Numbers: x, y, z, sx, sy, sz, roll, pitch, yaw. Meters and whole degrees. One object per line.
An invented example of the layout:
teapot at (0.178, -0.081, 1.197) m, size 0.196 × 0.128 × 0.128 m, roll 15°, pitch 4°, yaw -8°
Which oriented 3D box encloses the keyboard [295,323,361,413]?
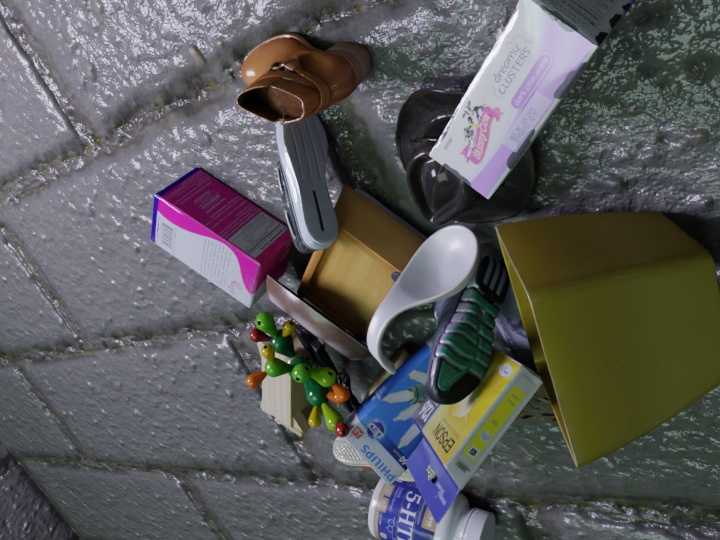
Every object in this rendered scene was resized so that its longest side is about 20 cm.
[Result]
keyboard at (-0.038, 0.164, 1.055) m, size 0.127 × 0.021 × 0.201 m, roll 40°, pitch 163°, yaw 39°

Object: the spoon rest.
spoon rest at (0.073, 0.030, 0.843) m, size 0.060 × 0.201 × 0.099 m, roll 31°, pitch -174°, yaw -37°

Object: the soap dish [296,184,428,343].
soap dish at (0.000, 0.000, 0.968) m, size 0.157 × 0.081 × 0.201 m, roll 36°, pitch 137°, yaw 6°

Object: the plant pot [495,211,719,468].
plant pot at (0.264, 0.045, 0.721) m, size 0.174 × 0.200 × 0.202 m, roll -18°, pitch 110°, yaw 8°

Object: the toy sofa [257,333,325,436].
toy sofa at (-0.113, 0.180, 1.189) m, size 0.097 × 0.083 × 0.202 m, roll 26°, pitch 134°, yaw 24°

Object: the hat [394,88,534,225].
hat at (0.103, -0.104, 0.788) m, size 0.199 × 0.081 × 0.202 m, roll 26°, pitch 149°, yaw 17°

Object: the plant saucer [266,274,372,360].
plant saucer at (-0.066, 0.076, 1.023) m, size 0.199 × 0.032 × 0.200 m, roll 37°, pitch 175°, yaw 3°

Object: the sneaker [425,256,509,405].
sneaker at (0.120, 0.078, 0.862) m, size 0.074 × 0.202 × 0.087 m, roll 39°, pitch 152°, yaw -21°

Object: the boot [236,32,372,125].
boot at (-0.100, -0.223, 0.813) m, size 0.198 × 0.155 × 0.075 m, roll 4°, pitch 125°, yaw 33°

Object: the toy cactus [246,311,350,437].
toy cactus at (-0.091, 0.147, 0.986) m, size 0.200 × 0.102 × 0.165 m, roll 45°, pitch 176°, yaw -7°

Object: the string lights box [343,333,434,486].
string lights box at (0.076, 0.196, 0.988) m, size 0.103 × 0.200 × 0.059 m, roll 47°, pitch 178°, yaw -9°

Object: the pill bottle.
pill bottle at (0.124, 0.431, 1.184) m, size 0.197 × 0.120 × 0.121 m, roll 10°, pitch 128°, yaw 29°

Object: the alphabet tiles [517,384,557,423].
alphabet tiles at (0.269, 0.173, 0.896) m, size 0.198 × 0.006 × 0.165 m, roll -18°, pitch 146°, yaw 42°

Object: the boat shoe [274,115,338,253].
boat shoe at (-0.083, -0.119, 0.893) m, size 0.071 × 0.071 × 0.203 m, roll -22°, pitch 72°, yaw 50°

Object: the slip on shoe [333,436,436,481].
slip on shoe at (0.048, 0.325, 1.206) m, size 0.197 × 0.075 × 0.061 m, roll 2°, pitch 159°, yaw 28°

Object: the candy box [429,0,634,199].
candy box at (0.163, -0.185, 0.621) m, size 0.071 × 0.200 × 0.168 m, roll 37°, pitch 137°, yaw 5°

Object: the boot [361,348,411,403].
boot at (0.085, 0.220, 1.083) m, size 0.154 × 0.073 × 0.201 m, roll 34°, pitch 138°, yaw 10°

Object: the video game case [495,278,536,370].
video game case at (0.259, 0.054, 0.870) m, size 0.199 × 0.019 × 0.144 m, roll -20°, pitch 109°, yaw 42°

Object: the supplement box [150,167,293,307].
supplement box at (-0.214, -0.052, 1.067) m, size 0.199 × 0.103 × 0.102 m, roll 34°, pitch 135°, yaw 11°

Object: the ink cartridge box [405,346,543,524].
ink cartridge box at (0.122, 0.186, 0.863) m, size 0.047 × 0.201 × 0.198 m, roll 40°, pitch 179°, yaw -8°
